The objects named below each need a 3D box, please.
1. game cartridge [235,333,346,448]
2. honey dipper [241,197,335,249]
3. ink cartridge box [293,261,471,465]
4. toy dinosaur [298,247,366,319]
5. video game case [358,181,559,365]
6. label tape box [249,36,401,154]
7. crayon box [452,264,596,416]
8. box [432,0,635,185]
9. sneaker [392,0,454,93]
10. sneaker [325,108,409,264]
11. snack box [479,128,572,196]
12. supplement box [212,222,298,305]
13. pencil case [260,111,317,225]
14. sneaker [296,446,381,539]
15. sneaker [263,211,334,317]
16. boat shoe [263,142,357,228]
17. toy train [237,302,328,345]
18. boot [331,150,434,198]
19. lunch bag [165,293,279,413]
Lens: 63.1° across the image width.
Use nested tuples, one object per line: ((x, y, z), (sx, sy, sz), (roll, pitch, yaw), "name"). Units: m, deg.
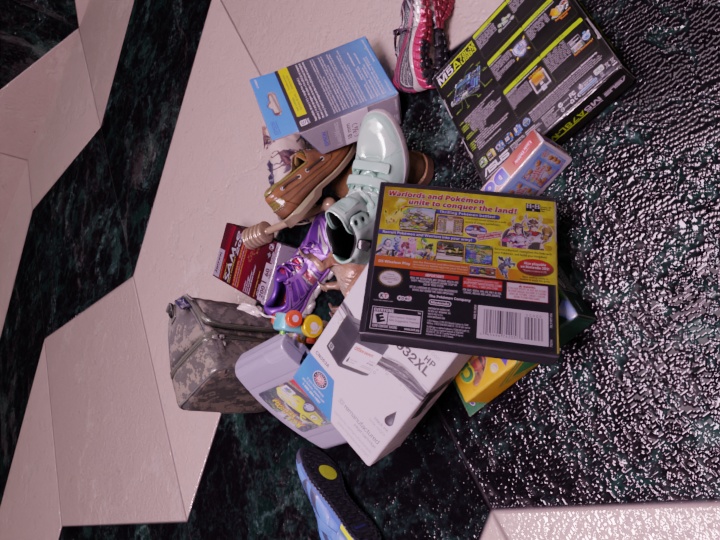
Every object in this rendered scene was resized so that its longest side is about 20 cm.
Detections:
((-0.077, 0.177, 0.822), (0.132, 0.200, 0.041), (-26, 27, 43), "game cartridge")
((-0.115, -0.077, 0.952), (0.197, 0.038, 0.039), (-17, 69, 36), "honey dipper")
((0.033, 0.097, 0.686), (0.145, 0.083, 0.202), (44, 114, 22), "ink cartridge box")
((0.000, 0.000, 0.857), (0.133, 0.086, 0.203), (-27, 75, 0), "toy dinosaur")
((0.106, -0.003, 0.614), (0.195, 0.026, 0.185), (6, 63, 6), "video game case")
((-0.054, -0.258, 0.895), (0.196, 0.064, 0.146), (-21, 58, -4), "label tape box")
((0.156, 0.064, 0.688), (0.200, 0.051, 0.127), (-48, 50, 30), "crayon box")
((0.196, -0.233, 0.714), (0.200, 0.047, 0.196), (-42, 51, 34), "box")
((0.081, -0.359, 0.840), (0.074, 0.079, 0.206), (1, 82, 48), "sneaker")
((0.005, -0.105, 0.748), (0.072, 0.117, 0.206), (7, 100, 30), "sneaker")
((0.159, -0.071, 0.698), (0.201, 0.071, 0.025), (-51, 49, 27), "snack box")
((-0.190, -0.012, 1.071), (0.198, 0.060, 0.111), (20, 95, 48), "supplement box")
((-0.118, -0.174, 1.011), (0.077, 0.088, 0.205), (-35, 59, 47), "pencil case")
((-0.047, 0.343, 0.837), (0.200, 0.065, 0.080), (45, 117, 42), "sneaker")
((-0.093, -0.003, 0.948), (0.080, 0.082, 0.203), (37, 106, 44), "sneaker")
((-0.071, -0.160, 0.901), (0.071, 0.068, 0.202), (-24, 27, 53), "boat shoe")
((-0.096, 0.099, 0.870), (0.147, 0.200, 0.057), (5, 77, 22), "toy train")
((0.012, -0.149, 0.874), (0.197, 0.074, 0.076), (-3, 81, 48), "boot")
((-0.215, 0.129, 0.967), (0.140, 0.197, 0.170), (-47, 52, 28), "lunch bag")
